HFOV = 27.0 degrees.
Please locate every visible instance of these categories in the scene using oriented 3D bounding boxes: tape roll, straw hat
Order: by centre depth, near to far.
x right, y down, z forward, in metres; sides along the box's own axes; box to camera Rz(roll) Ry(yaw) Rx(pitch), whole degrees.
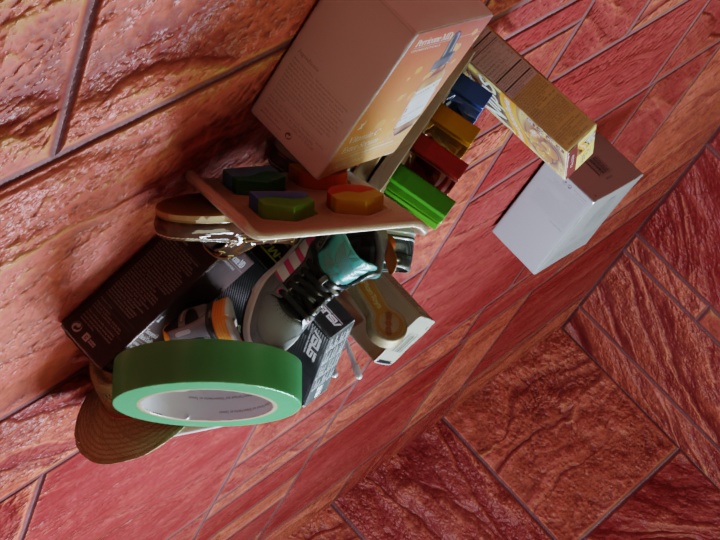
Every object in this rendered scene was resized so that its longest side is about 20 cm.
[{"bbox_3d":[-0.161,0.121,1.581,0.200,0.048,0.200,0,162,0],"label":"tape roll"},{"bbox_3d":[-0.266,0.119,1.717,0.201,0.201,0.085,-39,124,-16],"label":"straw hat"}]

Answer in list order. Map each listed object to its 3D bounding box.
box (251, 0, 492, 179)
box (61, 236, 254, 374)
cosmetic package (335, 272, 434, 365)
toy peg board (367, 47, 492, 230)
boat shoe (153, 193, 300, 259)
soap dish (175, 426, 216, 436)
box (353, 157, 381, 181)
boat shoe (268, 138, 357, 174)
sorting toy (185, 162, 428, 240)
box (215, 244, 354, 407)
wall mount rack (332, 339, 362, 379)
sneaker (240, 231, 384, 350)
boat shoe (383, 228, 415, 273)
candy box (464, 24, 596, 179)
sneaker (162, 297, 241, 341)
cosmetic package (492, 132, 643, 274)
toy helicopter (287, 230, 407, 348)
[{"bbox_3d":[0.011,-0.209,1.510,0.152,0.106,0.200,-25,157,-52],"label":"box"},{"bbox_3d":[-0.218,0.025,1.632,0.200,0.075,0.100,-45,166,-3],"label":"box"},{"bbox_3d":[-0.007,0.021,1.940,0.087,0.200,0.103,-44,165,7],"label":"cosmetic package"},{"bbox_3d":[0.098,-0.145,1.796,0.199,0.098,0.200,-55,180,-5],"label":"toy peg board"},{"bbox_3d":[-0.129,-0.044,1.541,0.200,0.070,0.071,-9,118,-44],"label":"boat shoe"},{"bbox_3d":[-0.212,0.153,1.837,0.199,0.081,0.157,-11,-178,23],"label":"soap dish"},{"bbox_3d":[0.048,-0.182,1.744,0.200,0.021,0.164,-56,-179,31],"label":"box"},{"bbox_3d":[-0.061,-0.113,1.673,0.060,0.072,0.200,-50,171,12],"label":"boat shoe"},{"bbox_3d":[-0.055,-0.075,1.493,0.199,0.185,0.037,-1,109,-25],"label":"sorting toy"},{"bbox_3d":[-0.100,0.044,1.760,0.047,0.193,0.200,-34,164,-26],"label":"box"},{"bbox_3d":[-0.071,0.068,1.950,0.075,0.173,0.200,-62,164,4],"label":"wall mount rack"},{"bbox_3d":[-0.041,0.008,1.601,0.121,0.084,0.200,-24,-153,54],"label":"sneaker"},{"bbox_3d":[-0.027,-0.027,1.822,0.199,0.071,0.072,0,167,-12],"label":"boat shoe"},{"bbox_3d":[0.198,-0.209,1.833,0.055,0.200,0.115,-45,166,-6],"label":"candy box"},{"bbox_3d":[-0.170,0.073,1.640,0.077,0.078,0.200,-15,167,-4],"label":"sneaker"},{"bbox_3d":[0.378,-0.124,2.743,0.199,0.123,0.200,-27,157,-49],"label":"cosmetic package"},{"bbox_3d":[0.000,0.000,1.736,0.132,0.200,0.079,-20,159,-32],"label":"toy helicopter"}]
